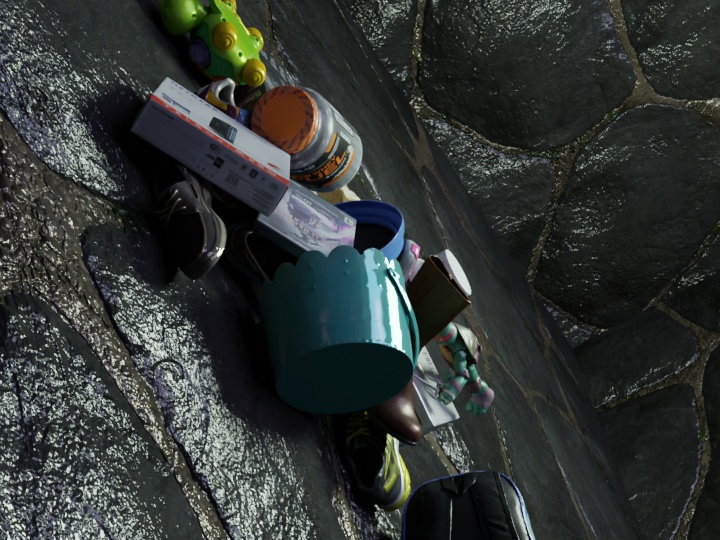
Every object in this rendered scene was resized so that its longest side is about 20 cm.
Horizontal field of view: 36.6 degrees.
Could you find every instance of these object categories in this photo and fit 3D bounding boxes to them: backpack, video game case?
[{"bbox_3d":[0.140,0.376,1.425,0.201,0.181,0.148,-94,174,-52],"label":"backpack"},{"bbox_3d":[-0.072,-0.064,1.485,0.142,0.019,0.200,32,21,-11],"label":"video game case"}]

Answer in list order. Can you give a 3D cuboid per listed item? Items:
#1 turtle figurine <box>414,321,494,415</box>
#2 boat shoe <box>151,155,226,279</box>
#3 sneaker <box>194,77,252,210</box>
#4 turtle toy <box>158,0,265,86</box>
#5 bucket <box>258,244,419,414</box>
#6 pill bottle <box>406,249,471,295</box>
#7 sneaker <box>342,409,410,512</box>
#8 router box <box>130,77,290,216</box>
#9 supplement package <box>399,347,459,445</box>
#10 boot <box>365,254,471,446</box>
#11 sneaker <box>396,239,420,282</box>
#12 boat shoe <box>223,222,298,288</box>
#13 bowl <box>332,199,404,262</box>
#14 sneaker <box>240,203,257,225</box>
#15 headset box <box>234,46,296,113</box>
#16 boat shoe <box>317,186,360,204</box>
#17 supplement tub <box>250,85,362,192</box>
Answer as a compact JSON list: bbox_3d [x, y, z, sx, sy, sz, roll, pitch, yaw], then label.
[{"bbox_3d":[0.129,0.127,1.586,0.200,0.100,0.151,52,17,-48],"label":"turtle figurine"},{"bbox_3d":[-0.214,-0.065,1.287,0.073,0.074,0.201,36,18,-36],"label":"boat shoe"},{"bbox_3d":[-0.188,-0.182,1.525,0.075,0.090,0.201,31,32,-61],"label":"sneaker"},{"bbox_3d":[-0.230,-0.364,1.707,0.200,0.101,0.146,50,19,-34],"label":"turtle toy"},{"bbox_3d":[-0.027,0.081,1.379,0.207,0.206,0.136,43,31,-49],"label":"bucket"},{"bbox_3d":[0.074,0.050,1.760,0.112,0.199,0.112,54,17,-24],"label":"pill bottle"},{"bbox_3d":[0.013,0.224,1.477,0.085,0.074,0.201,38,27,-55],"label":"sneaker"},{"bbox_3d":[-0.186,-0.162,1.390,0.199,0.049,0.180,32,14,-13],"label":"router box"},{"bbox_3d":[0.040,0.158,1.620,0.201,0.110,0.156,65,16,11],"label":"supplement package"},{"bbox_3d":[0.082,0.108,1.448,0.068,0.200,0.189,26,26,-38],"label":"boot"},{"bbox_3d":[0.000,0.000,1.638,0.088,0.199,0.082,45,36,-26],"label":"sneaker"},{"bbox_3d":[-0.095,0.010,1.441,0.199,0.073,0.072,33,-12,-24],"label":"boat shoe"},{"bbox_3d":[-0.030,-0.037,1.596,0.201,0.199,0.040,-93,168,-59],"label":"bowl"},{"bbox_3d":[-0.125,-0.064,1.559,0.082,0.074,0.201,55,17,-28],"label":"sneaker"},{"bbox_3d":[-0.159,-0.281,1.842,0.149,0.077,0.201,44,23,-47],"label":"headset box"},{"bbox_3d":[-0.063,-0.138,1.927,0.069,0.074,0.200,53,10,19],"label":"boat shoe"},{"bbox_3d":[-0.080,-0.193,1.594,0.123,0.122,0.200,65,12,16],"label":"supplement tub"}]
